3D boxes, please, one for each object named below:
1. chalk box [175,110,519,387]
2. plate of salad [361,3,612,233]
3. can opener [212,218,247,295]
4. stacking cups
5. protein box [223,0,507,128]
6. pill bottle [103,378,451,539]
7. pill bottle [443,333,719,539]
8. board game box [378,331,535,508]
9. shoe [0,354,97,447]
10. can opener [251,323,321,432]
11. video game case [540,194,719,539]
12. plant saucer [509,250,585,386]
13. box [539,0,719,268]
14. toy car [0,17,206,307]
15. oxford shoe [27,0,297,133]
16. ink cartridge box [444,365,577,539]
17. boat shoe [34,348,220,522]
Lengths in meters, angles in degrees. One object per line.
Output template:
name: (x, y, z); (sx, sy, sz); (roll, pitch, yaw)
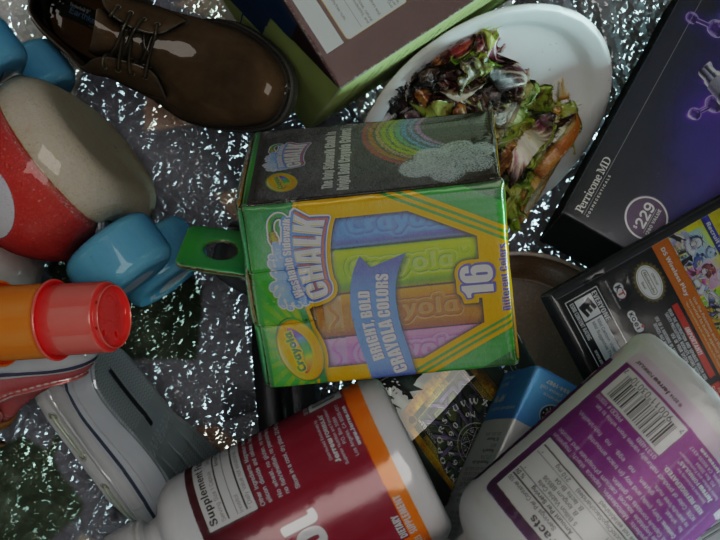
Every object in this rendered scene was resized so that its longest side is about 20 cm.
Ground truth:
chalk box: (-0.010, -0.012, 0.902); (0.198, 0.125, 0.125); (-6, 115, 5)
plate of salad: (0.087, -0.087, 0.986); (0.199, 0.201, 0.048); (-26, 52, -8)
can opener: (0.000, 0.000, 1.008); (0.198, 0.053, 0.067); (10, 78, 3)
stacking cups: (-0.229, 0.028, 0.869); (0.199, 0.060, 0.061); (-7, 92, 22)
protein box: (0.021, -0.211, 0.953); (0.199, 0.199, 0.135); (-34, 93, -7)
pill bottle: (-0.053, 0.159, 0.921); (0.199, 0.113, 0.114); (-27, 95, 0)
pill bottle: (0.129, 0.141, 0.866); (0.200, 0.112, 0.112); (-41, 96, 1)
board game box: (0.087, 0.147, 1.008); (0.135, 0.028, 0.201); (-28, 89, -13)
shoe: (-0.244, 0.091, 0.950); (0.199, 0.071, 0.092); (-9, 97, 26)
can opener: (-0.050, 0.112, 1.012); (0.063, 0.078, 0.202); (-1, 83, 32)
video game case: (0.239, 0.062, 0.949); (0.180, 0.025, 0.201); (-28, 90, -10)
plant saucer: (0.109, 0.087, 1.055); (0.199, 0.034, 0.202); (0, 89, -8)
box: (0.235, -0.078, 1.026); (0.140, 0.079, 0.201); (29, 76, 4)
toy car: (-0.237, -0.022, 0.941); (0.200, 0.177, 0.185); (-38, 86, 6)
oxford shoe: (-0.132, -0.136, 0.946); (0.199, 0.084, 0.073); (22, 102, 23)
ink cartridge box: (0.111, 0.178, 0.959); (0.115, 0.068, 0.201); (28, 77, -8)
boat shoe: (-0.144, 0.134, 1.003); (0.066, 0.074, 0.201); (-19, 111, 31)
